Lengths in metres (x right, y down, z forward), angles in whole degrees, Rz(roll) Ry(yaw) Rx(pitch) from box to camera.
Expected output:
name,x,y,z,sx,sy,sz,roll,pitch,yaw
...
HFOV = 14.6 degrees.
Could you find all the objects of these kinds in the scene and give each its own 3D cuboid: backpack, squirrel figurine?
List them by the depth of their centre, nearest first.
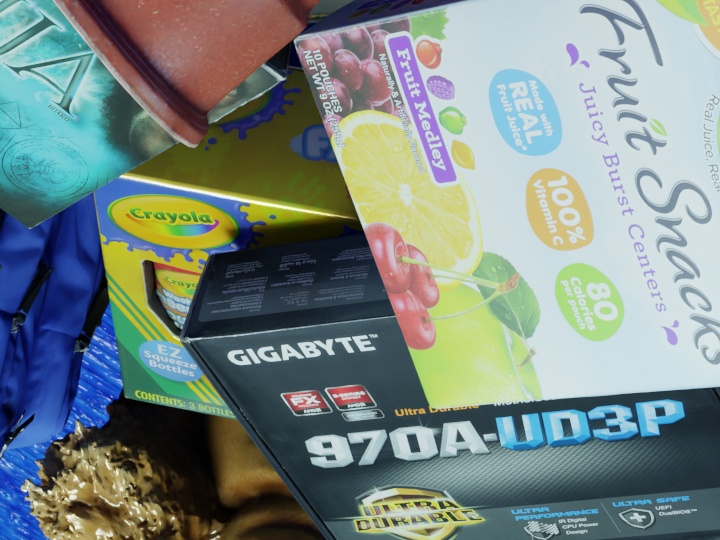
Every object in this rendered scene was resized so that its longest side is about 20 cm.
name,x,y,z,sx,sy,sz,roll,pitch,yaw
backpack,-0.206,0.025,1.236,0.168,0.200,0.162,25,163,-29
squirrel figurine,-0.047,0.120,1.266,0.200,0.187,0.142,5,142,13

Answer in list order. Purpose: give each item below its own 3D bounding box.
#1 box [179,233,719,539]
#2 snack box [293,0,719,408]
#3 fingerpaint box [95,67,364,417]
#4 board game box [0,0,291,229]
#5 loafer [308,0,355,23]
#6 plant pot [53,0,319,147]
name,x,y,z,sx,sy,sz,roll,pitch,yaw
box,0.055,0.047,1.075,0.200,0.046,0.159,-7,138,26
snack box,0.085,-0.034,0.901,0.200,0.053,0.142,-7,111,42
fingerpaint box,0.000,0.000,1.149,0.200,0.073,0.167,11,145,8
board game box,-0.139,-0.102,0.970,0.135,0.028,0.200,-27,129,34
loafer,-0.064,-0.107,1.029,0.200,0.072,0.073,6,148,34
plant pot,-0.026,-0.172,0.806,0.195,0.201,0.201,-34,125,4
